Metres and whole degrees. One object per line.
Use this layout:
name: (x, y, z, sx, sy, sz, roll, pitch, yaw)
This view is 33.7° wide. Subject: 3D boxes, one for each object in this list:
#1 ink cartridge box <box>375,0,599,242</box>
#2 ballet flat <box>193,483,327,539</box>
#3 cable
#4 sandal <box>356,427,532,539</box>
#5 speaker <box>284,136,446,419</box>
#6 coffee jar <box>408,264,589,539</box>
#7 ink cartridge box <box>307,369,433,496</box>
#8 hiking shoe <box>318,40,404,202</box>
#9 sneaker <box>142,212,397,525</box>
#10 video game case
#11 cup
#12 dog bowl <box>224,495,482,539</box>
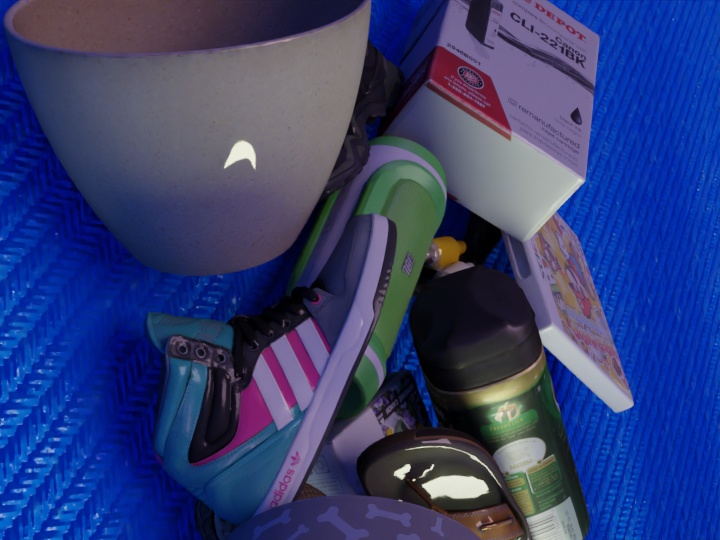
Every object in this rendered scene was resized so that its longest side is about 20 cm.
ink cartridge box: (0.106, -0.144, 0.943, 0.143, 0.084, 0.201, 30, 42, -13)
ballet flat: (-0.012, 0.184, 0.734, 0.199, 0.046, 0.068, 34, 81, -18)
cable: (0.095, -0.005, 0.971, 0.200, 0.050, 0.098, -39, 114, -50)
sandal: (0.069, 0.176, 0.772, 0.201, 0.081, 0.055, 59, 7, -31)
speaker: (0.000, 0.000, 0.822, 0.089, 0.088, 0.201, 49, 45, -30)
coffee jar: (0.097, 0.101, 0.833, 0.105, 0.084, 0.202, -105, 177, -63)
ink cartridge box: (0.028, 0.184, 0.825, 0.109, 0.050, 0.202, -35, 106, -51)
hiking shoe: (-0.040, -0.116, 0.830, 0.101, 0.075, 0.201, 49, 36, -19)
sneaker: (-0.065, 0.039, 0.692, 0.120, 0.084, 0.202, 26, 78, -9)
video game case: (0.168, 0.008, 1.013, 0.200, 0.023, 0.184, 39, 32, -51)
cup: (-0.090, -0.083, 0.674, 0.200, 0.198, 0.145, -38, 133, -50)
dog bowl: (-0.003, 0.203, 0.672, 0.200, 0.199, 0.059, 47, 30, -31)
